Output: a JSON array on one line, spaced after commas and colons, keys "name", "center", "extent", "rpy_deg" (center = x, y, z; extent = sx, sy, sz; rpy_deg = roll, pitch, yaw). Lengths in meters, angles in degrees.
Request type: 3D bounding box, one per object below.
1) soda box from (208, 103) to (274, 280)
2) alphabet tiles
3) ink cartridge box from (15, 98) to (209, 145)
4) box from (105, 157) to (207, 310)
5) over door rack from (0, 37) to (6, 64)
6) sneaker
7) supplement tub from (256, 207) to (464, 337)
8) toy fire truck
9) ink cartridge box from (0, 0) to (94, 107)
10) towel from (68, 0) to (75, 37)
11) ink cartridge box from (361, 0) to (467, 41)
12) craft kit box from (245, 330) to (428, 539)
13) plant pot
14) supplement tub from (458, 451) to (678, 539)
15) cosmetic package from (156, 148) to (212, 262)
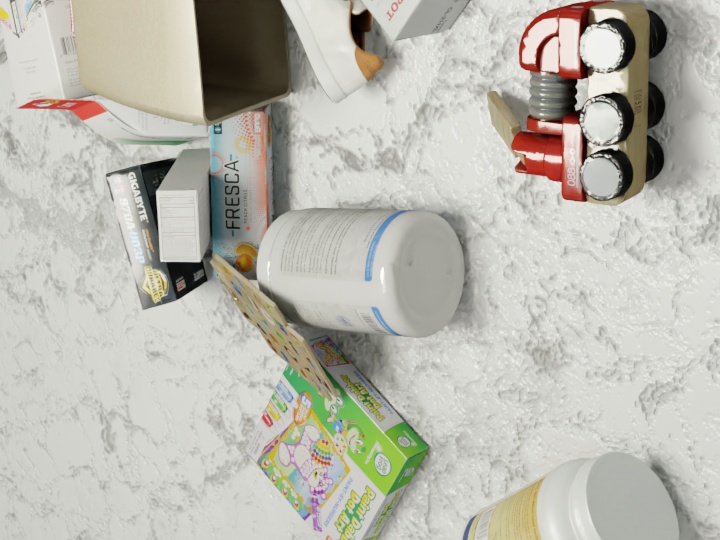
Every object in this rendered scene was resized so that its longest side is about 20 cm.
[{"name": "soda box", "center": [-0.135, -0.092, 1.859], "extent": [0.067, 0.064, 0.203], "rpy_deg": [2, 108, 4]}, {"name": "alphabet tiles", "center": [-0.097, 0.063, 1.798], "extent": [0.200, 0.006, 0.167], "rpy_deg": [37, 162, 46]}, {"name": "ink cartridge box", "center": [-0.287, -0.171, 1.870], "extent": [0.161, 0.197, 0.051], "rpy_deg": [-177, 84, -70]}, {"name": "box", "center": [-0.237, -0.047, 1.906], "extent": [0.045, 0.200, 0.161], "rpy_deg": [-14, 94, 6]}, {"name": "over door rack", "center": [-0.484, -0.376, 2.123], "extent": [0.200, 0.066, 0.149], "rpy_deg": [-37, 76, 44]}, {"name": "sneaker", "center": [-0.033, -0.279, 1.727], "extent": [0.084, 0.073, 0.202], "rpy_deg": [-30, 71, 11]}, {"name": "supplement tub", "center": [0.000, 0.000, 1.726], "extent": [0.198, 0.131, 0.134], "rpy_deg": [5, 107, 43]}, {"name": "toy fire truck", "center": [0.182, -0.164, 1.517], "extent": [0.198, 0.128, 0.178], "rpy_deg": [8, 109, 32]}, {"name": "ink cartridge box", "center": [-0.339, -0.309, 1.931], "extent": [0.144, 0.146, 0.203], "rpy_deg": [3, 106, 56]}, {"name": "towel", "center": [-0.269, -0.350, 1.831], "extent": [0.022, 0.200, 0.147], "rpy_deg": [7, 110, 27]}, {"name": "ink cartridge box", "center": [0.036, -0.352, 1.607], "extent": [0.201, 0.082, 0.146], "rpy_deg": [54, 133, 18]}, {"name": "craft kit box", "center": [-0.032, 0.209, 1.890], "extent": [0.197, 0.048, 0.201], "rpy_deg": [44, 130, 22]}, {"name": "plant pot", "center": [-0.202, -0.272, 1.753], "extent": [0.175, 0.199, 0.203], "rpy_deg": [2, 106, 25]}, {"name": "supplement tub", "center": [0.203, 0.272, 1.605], "extent": [0.200, 0.144, 0.146], "rpy_deg": [-38, 77, 45]}, {"name": "cosmetic package", "center": [-0.194, -0.078, 1.854], "extent": [0.050, 0.200, 0.084], "rpy_deg": [1, 107, 2]}]
